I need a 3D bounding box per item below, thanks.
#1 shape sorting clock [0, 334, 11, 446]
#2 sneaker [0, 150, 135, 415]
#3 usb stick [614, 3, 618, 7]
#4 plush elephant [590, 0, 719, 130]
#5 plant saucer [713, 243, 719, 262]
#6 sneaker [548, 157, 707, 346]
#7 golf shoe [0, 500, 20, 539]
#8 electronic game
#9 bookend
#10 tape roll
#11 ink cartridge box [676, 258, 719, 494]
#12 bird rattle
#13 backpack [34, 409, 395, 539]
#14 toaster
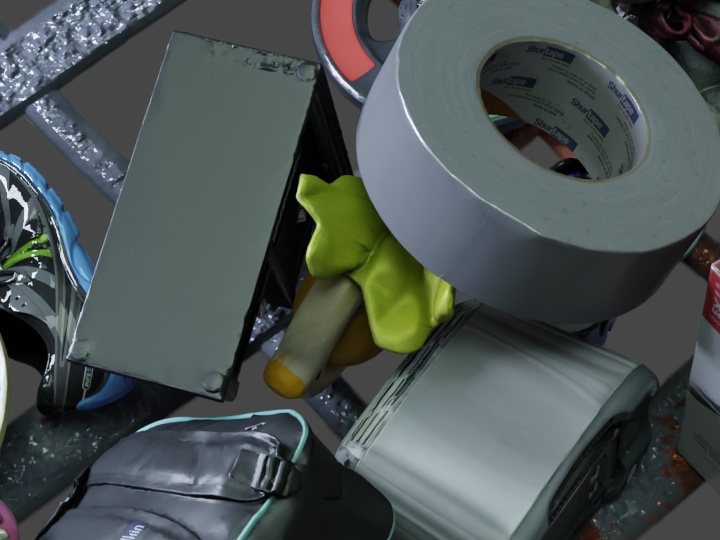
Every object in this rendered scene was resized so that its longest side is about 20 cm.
[{"bbox_3d":[-0.301,0.087,1.098,0.199,0.039,0.201,-5,66,12],"label":"shape sorting clock"},{"bbox_3d":[-0.211,0.004,1.149,0.082,0.071,0.200,-23,63,-20],"label":"sneaker"},{"bbox_3d":[0.205,-0.199,1.245,0.199,0.033,0.056,12,89,8],"label":"usb stick"},{"bbox_3d":[0.199,-0.174,1.136,0.199,0.155,0.165,16,68,32],"label":"plush elephant"},{"bbox_3d":[0.300,-0.055,1.105,0.200,0.201,0.037,-32,73,-18],"label":"plant saucer"},{"bbox_3d":[0.162,-0.037,1.141,0.080,0.115,0.200,31,63,17],"label":"sneaker"},{"bbox_3d":[-0.238,0.209,1.010,0.075,0.091,0.201,22,91,-15],"label":"golf shoe"},{"bbox_3d":[0.065,-0.174,1.273,0.199,0.042,0.201,0,58,1],"label":"electronic game"},{"bbox_3d":[-0.081,-0.006,1.102,0.092,0.199,0.201,14,74,9],"label":"bookend"},{"bbox_3d":[0.101,-0.070,1.029,0.199,0.066,0.201,14,48,-15],"label":"tape roll"},{"bbox_3d":[0.264,0.043,1.041,0.144,0.200,0.084,-33,59,-18],"label":"ink cartridge box"},{"bbox_3d":[0.000,0.000,1.099,0.112,0.200,0.163,35,103,0],"label":"bird rattle"},{"bbox_3d":[-0.088,0.168,0.987,0.199,0.153,0.176,2,51,48],"label":"backpack"},{"bbox_3d":[0.072,0.112,1.054,0.129,0.114,0.200,29,63,22],"label":"toaster"}]
